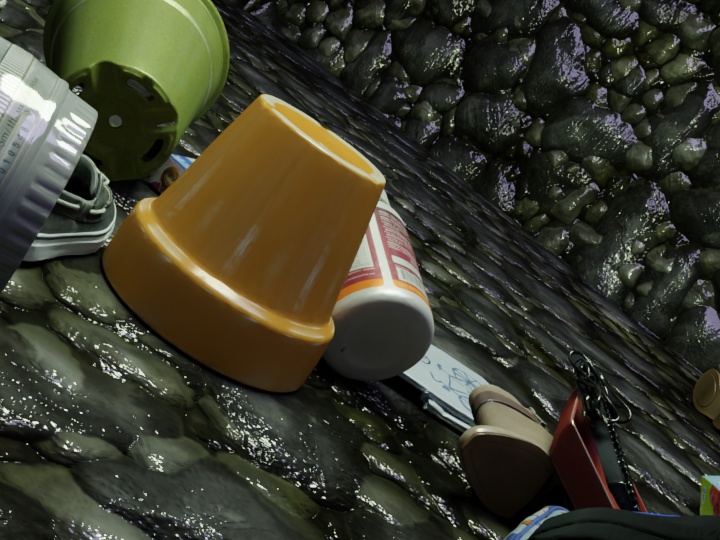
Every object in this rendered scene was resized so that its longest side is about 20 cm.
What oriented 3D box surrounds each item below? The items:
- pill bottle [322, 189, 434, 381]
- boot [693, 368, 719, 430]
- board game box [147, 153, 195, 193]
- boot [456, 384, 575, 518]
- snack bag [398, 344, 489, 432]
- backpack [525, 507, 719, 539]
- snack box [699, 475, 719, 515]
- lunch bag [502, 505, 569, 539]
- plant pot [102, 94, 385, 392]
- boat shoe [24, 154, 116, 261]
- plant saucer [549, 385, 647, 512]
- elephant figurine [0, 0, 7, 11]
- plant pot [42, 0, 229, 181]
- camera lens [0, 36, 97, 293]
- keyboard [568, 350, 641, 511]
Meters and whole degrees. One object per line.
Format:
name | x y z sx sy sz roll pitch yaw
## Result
pill bottle | 0.000 0.000 1.116 0.109 0.110 0.201 28 30 -30
boot | 0.724 0.283 2.214 0.154 0.074 0.201 31 25 -16
board game box | -0.103 -0.044 1.263 0.200 0.041 0.199 41 13 20
boot | 0.132 0.156 1.058 0.200 0.070 0.147 43 13 -35
snack bag | 0.067 0.106 1.215 0.199 0.021 0.189 34 12 -9
backpack | 0.160 0.228 0.619 0.199 0.169 0.162 2 28 42
snack box | 0.264 0.248 0.747 0.067 0.202 0.169 1 0 5
lunch bag | 0.162 0.248 0.816 0.160 0.076 0.200 42 15 19
plant pot | -0.080 -0.034 0.954 0.199 0.184 0.200 33 13 -8
boat shoe | -0.226 -0.056 0.906 0.072 0.071 0.200 34 12 -4
plant saucer | 0.224 0.211 1.044 0.201 0.036 0.200 65 14 1
elephant figurine | -0.410 -0.236 0.919 0.200 0.155 0.142 34 -13 39
plant pot | -0.234 -0.185 1.166 0.199 0.200 0.191 30 25 -21
camera lens | -0.274 -0.083 0.667 0.199 0.161 0.160 31 13 -19
keyboard | 0.228 0.141 1.031 0.104 0.039 0.201 58 15 -26
